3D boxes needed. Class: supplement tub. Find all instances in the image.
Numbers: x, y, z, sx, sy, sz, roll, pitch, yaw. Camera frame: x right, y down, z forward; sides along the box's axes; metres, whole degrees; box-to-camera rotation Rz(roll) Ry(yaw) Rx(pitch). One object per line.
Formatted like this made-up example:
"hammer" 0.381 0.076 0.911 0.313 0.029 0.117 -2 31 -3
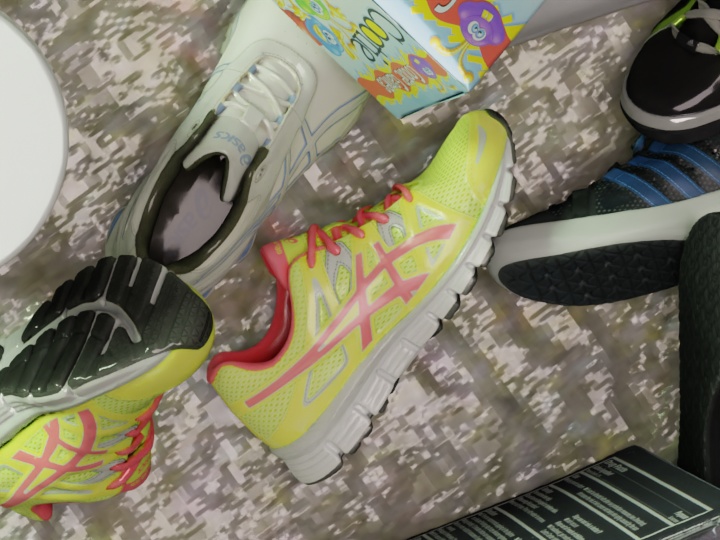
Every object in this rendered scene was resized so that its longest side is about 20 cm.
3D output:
"supplement tub" -0.200 -0.061 1.310 0.131 0.200 0.133 -1 96 -9

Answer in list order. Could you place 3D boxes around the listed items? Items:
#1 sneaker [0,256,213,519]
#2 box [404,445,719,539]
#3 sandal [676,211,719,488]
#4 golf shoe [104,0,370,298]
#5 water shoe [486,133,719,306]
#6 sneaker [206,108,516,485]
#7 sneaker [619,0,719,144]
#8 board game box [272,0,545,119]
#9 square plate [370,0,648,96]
"sneaker" -0.121 0.060 1.355 0.090 0.200 0.078 39 51 -21
"box" 0.085 0.182 1.381 0.198 0.200 0.124 -22 98 -7
"sandal" 0.181 0.051 1.421 0.045 0.075 0.201 -7 129 -6
"golf shoe" -0.047 -0.067 1.384 0.078 0.097 0.200 30 91 -3
"water shoe" 0.154 -0.040 1.450 0.199 0.072 0.079 -13 63 -1
"sneaker" 0.000 0.000 1.414 0.090 0.078 0.200 34 89 -9
"sneaker" 0.189 -0.151 1.423 0.200 0.072 0.083 -47 135 -14
"board game box" 0.058 -0.182 1.346 0.103 0.105 0.200 42 75 -10
"square plate" 0.065 -0.209 1.430 0.197 0.028 0.201 -19 98 -7
